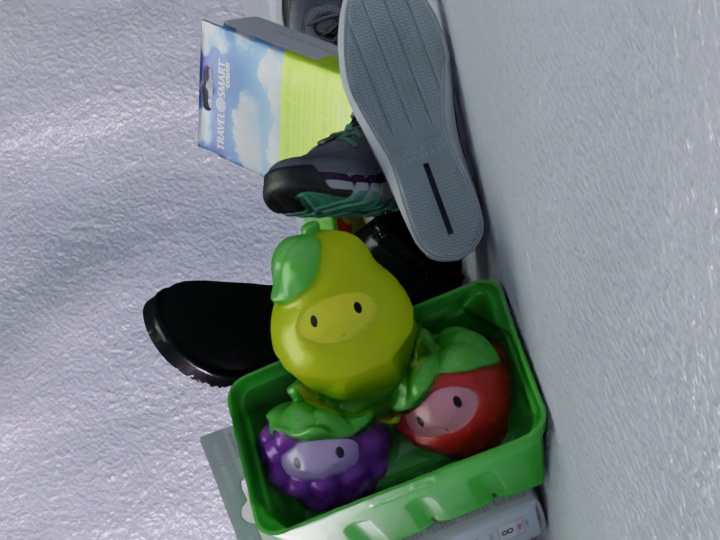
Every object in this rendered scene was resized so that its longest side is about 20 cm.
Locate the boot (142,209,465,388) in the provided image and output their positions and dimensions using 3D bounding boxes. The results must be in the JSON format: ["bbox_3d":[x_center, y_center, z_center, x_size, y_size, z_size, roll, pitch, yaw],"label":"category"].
[{"bbox_3d":[-0.032,0.017,1.480,0.198,0.162,0.073,20,-139,-52],"label":"boot"}]

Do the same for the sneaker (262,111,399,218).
[{"bbox_3d":[-0.007,-0.082,1.494,0.200,0.074,0.088,3,-100,-59],"label":"sneaker"}]

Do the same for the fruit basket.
[{"bbox_3d":[0.007,0.073,1.398,0.216,0.215,0.156,82,173,-49],"label":"fruit basket"}]

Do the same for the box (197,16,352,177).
[{"bbox_3d":[-0.053,-0.131,1.778,0.200,0.048,0.122,25,121,41],"label":"box"}]

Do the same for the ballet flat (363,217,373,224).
[{"bbox_3d":[0.049,-0.005,1.615,0.069,0.069,0.200,-176,71,-85],"label":"ballet flat"}]

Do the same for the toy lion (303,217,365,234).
[{"bbox_3d":[0.000,0.000,1.658,0.200,0.069,0.192,-37,-62,-53],"label":"toy lion"}]

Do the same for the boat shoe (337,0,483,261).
[{"bbox_3d":[0.028,-0.102,1.441,0.067,0.074,0.200,-143,40,-83],"label":"boat shoe"}]

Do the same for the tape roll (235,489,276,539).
[{"bbox_3d":[-0.013,0.238,1.583,0.202,0.071,0.203,35,135,46],"label":"tape roll"}]

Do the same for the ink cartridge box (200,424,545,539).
[{"bbox_3d":[0.007,0.149,1.512,0.057,0.200,0.163,69,176,-48],"label":"ink cartridge box"}]

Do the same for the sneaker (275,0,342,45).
[{"bbox_3d":[-0.018,-0.179,1.848,0.114,0.075,0.200,173,83,-80],"label":"sneaker"}]
